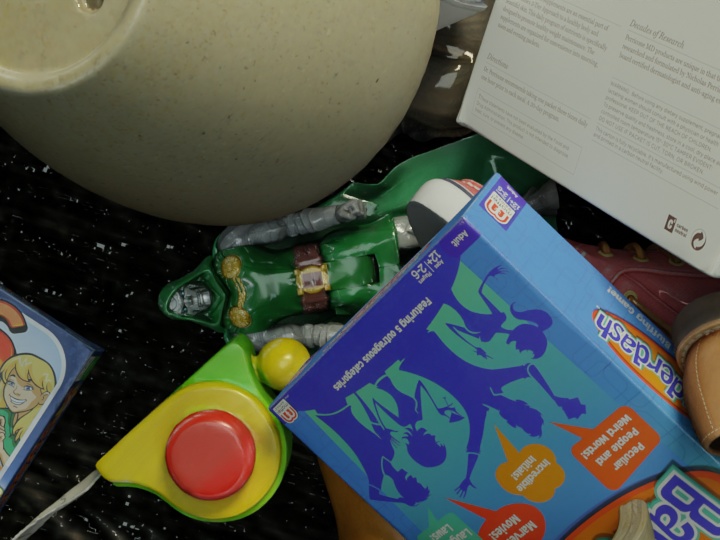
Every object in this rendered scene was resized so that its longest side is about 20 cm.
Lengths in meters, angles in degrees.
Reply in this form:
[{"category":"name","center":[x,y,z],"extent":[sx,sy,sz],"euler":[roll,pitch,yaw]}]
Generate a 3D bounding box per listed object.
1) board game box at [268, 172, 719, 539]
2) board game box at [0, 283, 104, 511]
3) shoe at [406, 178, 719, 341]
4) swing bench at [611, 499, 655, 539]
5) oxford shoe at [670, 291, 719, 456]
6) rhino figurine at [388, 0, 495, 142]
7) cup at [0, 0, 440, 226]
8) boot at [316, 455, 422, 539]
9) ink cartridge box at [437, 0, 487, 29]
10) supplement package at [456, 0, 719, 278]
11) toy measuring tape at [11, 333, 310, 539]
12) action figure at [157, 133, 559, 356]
[{"category":"board game box","center":[0.079,0.079,0.695],"extent":[0.200,0.045,0.152],"euler":[43,129,-2]},{"category":"board game box","center":[-0.245,0.040,0.785],"extent":[0.200,0.034,0.136],"euler":[32,87,0]},{"category":"shoe","center":[0.118,0.013,0.734],"extent":[0.200,0.071,0.091],"euler":[44,75,1]},{"category":"swing bench","center":[0.040,0.219,0.648],"extent":[0.199,0.130,0.200],"euler":[-13,99,22]},{"category":"oxford shoe","center":[0.217,0.069,0.640],"extent":[0.199,0.071,0.072],"euler":[12,51,-8]},{"category":"rhino figurine","center":[0.031,-0.158,0.786],"extent":[0.087,0.060,0.201],"euler":[3,90,5]},{"category":"cup","center":[-0.087,-0.116,0.625],"extent":[0.199,0.143,0.201],"euler":[1,93,24]},{"category":"boot","center":[-0.011,0.187,0.769],"extent":[0.144,0.071,0.202],"euler":[-34,85,3]},{"category":"ink cartridge box","center":[-0.060,-0.152,0.735],"extent":[0.199,0.085,0.146],"euler":[-21,85,21]},{"category":"supplement package","center":[0.173,-0.115,0.680],"extent":[0.147,0.191,0.201],"euler":[8,109,-32]},{"category":"toy measuring tape","center":[-0.095,0.108,0.774],"extent":[0.200,0.074,0.074],"euler":[-42,89,7]},{"category":"action figure","center":[0.000,0.000,0.786],"extent":[0.199,0.055,0.119],"euler":[-11,91,2]}]
